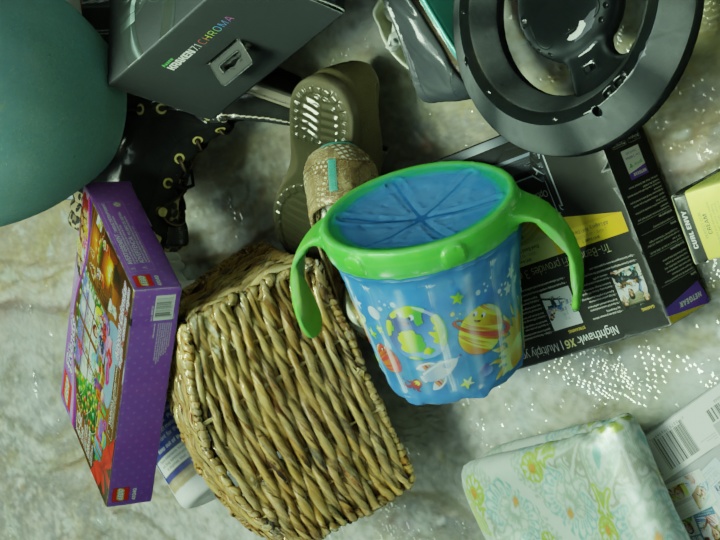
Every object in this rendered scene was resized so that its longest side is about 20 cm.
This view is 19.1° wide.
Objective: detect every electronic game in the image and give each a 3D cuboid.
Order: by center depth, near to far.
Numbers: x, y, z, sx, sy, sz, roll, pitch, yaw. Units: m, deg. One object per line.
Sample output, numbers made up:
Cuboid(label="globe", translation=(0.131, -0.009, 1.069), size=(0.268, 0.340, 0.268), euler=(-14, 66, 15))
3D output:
Cuboid(label="electronic game", translation=(0.137, -0.173, 1.380), size=(0.199, 0.041, 0.202), euler=(-5, 83, 44))

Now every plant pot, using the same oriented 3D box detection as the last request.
Cuboid(label="plant pot", translation=(-0.247, -0.121, 1.537), size=(0.200, 0.134, 0.202), euler=(-11, 77, 55))

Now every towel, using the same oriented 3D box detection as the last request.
Cuboid(label="towel", translation=(0.161, 0.195, 1.497), size=(0.200, 0.048, 0.172), euler=(-23, 94, 59))

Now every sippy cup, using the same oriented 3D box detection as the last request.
Cuboid(label="sippy cup", translation=(0.052, 0.014, 1.433), size=(0.177, 0.139, 0.131), euler=(15, 129, 48))

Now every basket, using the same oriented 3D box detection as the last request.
Cuboid(label="basket", translation=(-0.072, 0.097, 1.594), size=(0.201, 0.142, 0.149), euler=(66, 166, -13))

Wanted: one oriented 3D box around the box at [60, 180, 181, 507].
Cuboid(label="box", translation=(-0.180, 0.054, 1.583), size=(0.137, 0.039, 0.201), euler=(-121, 35, -48))

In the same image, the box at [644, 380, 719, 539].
Cuboid(label="box", translation=(0.280, 0.167, 1.411), size=(0.201, 0.041, 0.156), euler=(57, 136, 11))

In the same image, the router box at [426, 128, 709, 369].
Cuboid(label="router box", translation=(0.125, -0.021, 1.472), size=(0.199, 0.052, 0.158), euler=(-19, 94, 45))

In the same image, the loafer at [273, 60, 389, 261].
Cuboid(label="loafer", translation=(-0.015, -0.073, 1.576), size=(0.076, 0.067, 0.201), euler=(35, 143, 19))

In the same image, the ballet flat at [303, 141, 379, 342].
Cuboid(label="ballet flat", translation=(0.000, 0.000, 1.537), size=(0.070, 0.066, 0.201), euler=(-13, 130, 12))

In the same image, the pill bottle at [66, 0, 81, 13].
Cuboid(label="pill bottle", translation=(-0.279, -0.270, 1.662), size=(0.114, 0.113, 0.201), euler=(-34, 54, 45))

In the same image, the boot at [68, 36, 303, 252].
Cuboid(label="boot", translation=(-0.131, -0.090, 1.622), size=(0.198, 0.073, 0.152), euler=(12, 104, 8))

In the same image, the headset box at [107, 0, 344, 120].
Cuboid(label="headset box", translation=(-0.097, -0.227, 1.503), size=(0.174, 0.092, 0.201), euler=(-34, 49, 45))

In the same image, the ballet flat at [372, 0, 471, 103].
Cuboid(label="ballet flat", translation=(0.025, -0.205, 1.483), size=(0.073, 0.073, 0.201), euler=(-26, 90, 45))

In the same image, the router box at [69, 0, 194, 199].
Cuboid(label="router box", translation=(-0.232, -0.140, 1.747), size=(0.199, 0.052, 0.159), euler=(4, 108, 42))

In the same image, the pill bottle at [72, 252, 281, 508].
Cuboid(label="pill bottle", translation=(-0.143, 0.077, 1.713), size=(0.120, 0.119, 0.201), euler=(-42, 77, 44))

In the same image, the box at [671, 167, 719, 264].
Cuboid(label="box", translation=(0.290, -0.055, 1.292), size=(0.199, 0.075, 0.050), euler=(-17, 97, 44))
